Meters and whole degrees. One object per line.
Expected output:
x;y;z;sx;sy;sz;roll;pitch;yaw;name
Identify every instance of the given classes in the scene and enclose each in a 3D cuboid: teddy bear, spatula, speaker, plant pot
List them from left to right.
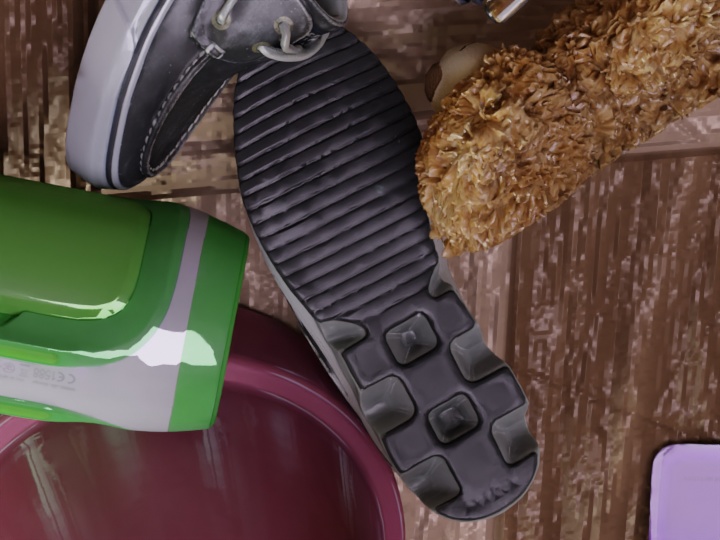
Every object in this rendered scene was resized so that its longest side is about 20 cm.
-0.144;0.003;1.077;0.199;0.088;0.089;11;116;-3;speaker
-0.070;0.136;1.138;0.199;0.179;0.200;-6;119;-11;plant pot
0.098;-0.084;1.095;0.200;0.145;0.067;-32;95;0;teddy bear
0.144;0.165;1.302;0.056;0.021;0.200;1;119;-9;spatula

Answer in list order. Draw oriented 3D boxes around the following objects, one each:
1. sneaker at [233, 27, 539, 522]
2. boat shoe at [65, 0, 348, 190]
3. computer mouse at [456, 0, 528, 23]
0.000;0.000;1.148;0.074;0.089;0.200;-22;97;-8;sneaker
-0.037;-0.105;1.063;0.071;0.072;0.200;34;108;11;boat shoe
0.057;-0.189;1.055;0.044;0.110;0.200;11;105;8;computer mouse
